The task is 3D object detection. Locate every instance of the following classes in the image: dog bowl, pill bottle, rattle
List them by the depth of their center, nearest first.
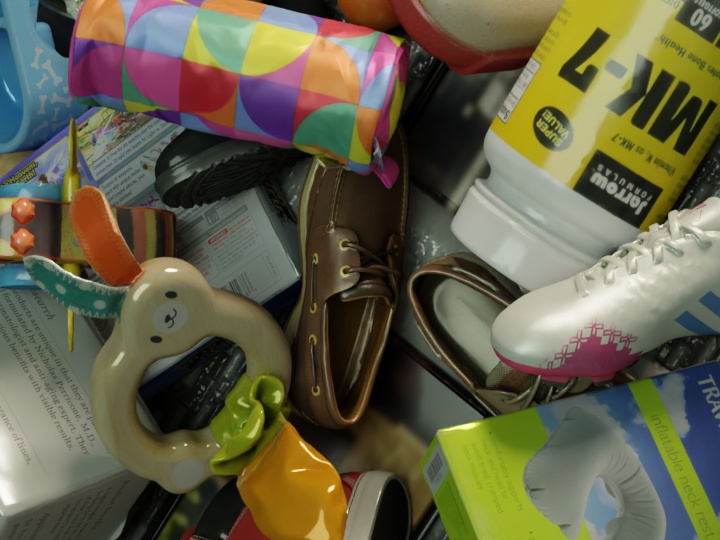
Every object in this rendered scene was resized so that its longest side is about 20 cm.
[{"bbox_3d":[-0.099,0.064,0.900,0.129,0.201,0.144,-19,39,3],"label":"rattle"},{"bbox_3d":[0.141,-0.085,0.913,0.114,0.114,0.201,35,102,23],"label":"pill bottle"},{"bbox_3d":[-0.250,-0.173,1.093,0.111,0.049,0.202,6,114,38],"label":"dog bowl"}]

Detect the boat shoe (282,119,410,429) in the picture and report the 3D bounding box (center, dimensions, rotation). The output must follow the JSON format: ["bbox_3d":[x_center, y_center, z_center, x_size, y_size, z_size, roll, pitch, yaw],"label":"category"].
[{"bbox_3d":[0.000,0.000,0.987,0.067,0.071,0.203,24,104,60],"label":"boat shoe"}]

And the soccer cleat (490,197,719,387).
[{"bbox_3d":[0.157,0.003,0.866,0.070,0.198,0.087,43,135,50],"label":"soccer cleat"}]

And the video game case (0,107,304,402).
[{"bbox_3d":[-0.145,-0.022,1.082,0.199,0.045,0.183,-33,75,20],"label":"video game case"}]

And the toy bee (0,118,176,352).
[{"bbox_3d":[-0.191,-0.014,0.963,0.108,0.198,0.132,-6,105,62],"label":"toy bee"}]

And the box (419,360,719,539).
[{"bbox_3d":[0.145,0.125,0.857,0.198,0.048,0.123,-12,63,-19],"label":"box"}]

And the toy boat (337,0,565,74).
[{"bbox_3d":[0.031,-0.196,0.978,0.131,0.130,0.202,-38,70,43],"label":"toy boat"}]

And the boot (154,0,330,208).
[{"bbox_3d":[-0.098,-0.154,1.021,0.201,0.164,0.066,60,154,12],"label":"boot"}]

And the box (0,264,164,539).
[{"bbox_3d":[-0.254,0.109,1.044,0.201,0.130,0.199,54,133,19],"label":"box"}]

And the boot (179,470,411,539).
[{"bbox_3d":[-0.060,0.210,0.973,0.143,0.073,0.201,-4,44,25],"label":"boot"}]

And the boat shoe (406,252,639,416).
[{"bbox_3d":[0.100,0.064,0.946,0.199,0.072,0.076,38,103,22],"label":"boat shoe"}]

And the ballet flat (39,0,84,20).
[{"bbox_3d":[-0.225,-0.228,1.118,0.200,0.075,0.064,45,113,23],"label":"ballet flat"}]

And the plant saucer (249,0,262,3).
[{"bbox_3d":[-0.064,-0.218,1.012,0.070,0.019,0.200,33,69,16],"label":"plant saucer"}]

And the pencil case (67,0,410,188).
[{"bbox_3d":[-0.067,-0.111,0.928,0.198,0.088,0.089,16,94,5],"label":"pencil case"}]
